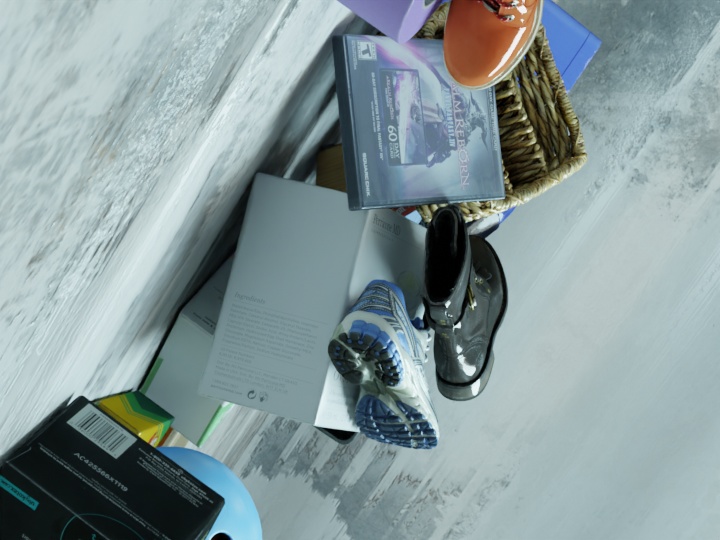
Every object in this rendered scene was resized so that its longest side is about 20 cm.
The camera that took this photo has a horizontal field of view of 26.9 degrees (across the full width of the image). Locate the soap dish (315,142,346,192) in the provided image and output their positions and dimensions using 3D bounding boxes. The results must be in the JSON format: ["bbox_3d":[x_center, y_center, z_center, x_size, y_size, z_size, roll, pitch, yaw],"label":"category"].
[{"bbox_3d":[0.053,-0.124,1.615,0.198,0.082,0.157,-18,-174,15],"label":"soap dish"}]

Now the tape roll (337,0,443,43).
[{"bbox_3d":[0.059,-0.268,1.104,0.201,0.065,0.200,-56,178,-4],"label":"tape roll"}]

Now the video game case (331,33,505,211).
[{"bbox_3d":[0.054,-0.128,1.302,0.019,0.144,0.199,-5,-179,43],"label":"video game case"}]

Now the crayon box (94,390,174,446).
[{"bbox_3d":[-0.236,0.177,1.344,0.127,0.051,0.200,-55,176,2],"label":"crayon box"}]

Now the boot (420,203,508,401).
[{"bbox_3d":[0.092,0.002,1.362,0.175,0.069,0.201,76,16,-49],"label":"boot"}]

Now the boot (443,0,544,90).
[{"bbox_3d":[0.103,-0.218,1.127,0.107,0.075,0.201,-44,161,-58],"label":"boot"}]

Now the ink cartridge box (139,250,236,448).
[{"bbox_3d":[-0.120,0.055,1.498,0.200,0.087,0.146,-50,174,-46],"label":"ink cartridge box"}]

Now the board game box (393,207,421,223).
[{"bbox_3d":[0.000,0.000,1.579,0.103,0.019,0.200,-32,162,-41],"label":"board game box"}]

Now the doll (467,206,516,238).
[{"bbox_3d":[0.126,-0.059,1.600,0.199,0.048,0.137,-36,158,-20],"label":"doll"}]

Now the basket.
[{"bbox_3d":[0.107,-0.154,1.414,0.148,0.201,0.143,-15,-167,25],"label":"basket"}]

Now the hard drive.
[{"bbox_3d":[0.139,-0.235,1.540,0.132,0.199,0.025,-55,-152,5],"label":"hard drive"}]

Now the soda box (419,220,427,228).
[{"bbox_3d":[0.049,-0.047,1.722,0.200,0.068,0.064,-151,-128,-87],"label":"soda box"}]

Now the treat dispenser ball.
[{"bbox_3d":[-0.204,0.288,1.588,0.202,0.200,0.201,-55,177,-5],"label":"treat dispenser ball"}]

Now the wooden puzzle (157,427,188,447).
[{"bbox_3d":[-0.206,0.167,1.877,0.200,0.037,0.185,-51,177,4],"label":"wooden puzzle"}]

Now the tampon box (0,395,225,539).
[{"bbox_3d":[-0.227,0.233,1.160,0.201,0.149,0.126,-57,176,25],"label":"tampon box"}]

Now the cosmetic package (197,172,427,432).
[{"bbox_3d":[-0.029,0.036,1.365,0.199,0.122,0.202,21,81,-67],"label":"cosmetic package"}]

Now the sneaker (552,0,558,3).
[{"bbox_3d":[0.158,-0.267,1.582,0.078,0.098,0.202,-26,119,-76],"label":"sneaker"}]

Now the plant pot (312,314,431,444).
[{"bbox_3d":[-0.044,0.051,1.777,0.201,0.199,0.177,-55,-171,8],"label":"plant pot"}]

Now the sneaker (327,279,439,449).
[{"bbox_3d":[0.034,0.083,1.289,0.201,0.076,0.086,73,32,-51],"label":"sneaker"}]
